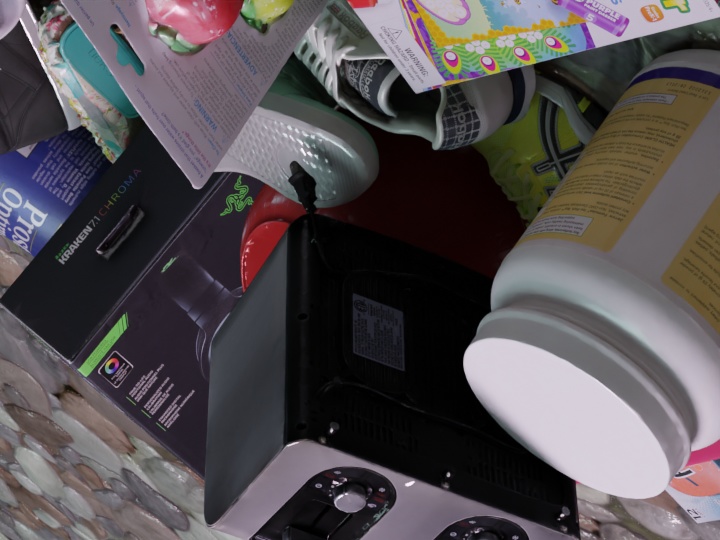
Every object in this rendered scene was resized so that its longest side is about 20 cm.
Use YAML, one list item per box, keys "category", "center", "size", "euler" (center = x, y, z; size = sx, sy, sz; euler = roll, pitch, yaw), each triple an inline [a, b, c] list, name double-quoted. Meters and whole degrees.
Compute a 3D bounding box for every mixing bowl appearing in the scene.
- category: "mixing bowl"
  center: [0.000, 0.000, 1.591]
  size: [0.200, 0.108, 0.201]
  euler: [26, 128, 40]

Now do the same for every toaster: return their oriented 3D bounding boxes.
- category: "toaster"
  center: [0.015, 0.075, 1.444]
  size: [0.180, 0.201, 0.119]
  euler: [21, 132, -22]

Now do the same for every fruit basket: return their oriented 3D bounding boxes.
- category: "fruit basket"
  center: [-0.085, -0.177, 1.386]
  size: [0.093, 0.200, 0.186]
  euler: [10, 146, 44]

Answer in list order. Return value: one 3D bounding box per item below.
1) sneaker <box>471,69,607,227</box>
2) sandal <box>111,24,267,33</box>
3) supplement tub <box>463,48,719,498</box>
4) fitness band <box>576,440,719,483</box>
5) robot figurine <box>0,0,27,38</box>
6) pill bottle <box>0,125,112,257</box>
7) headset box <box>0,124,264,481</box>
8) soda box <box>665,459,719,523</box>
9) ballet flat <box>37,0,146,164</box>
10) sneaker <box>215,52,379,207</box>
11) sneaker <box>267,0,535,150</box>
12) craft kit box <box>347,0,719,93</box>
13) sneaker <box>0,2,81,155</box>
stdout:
- category: "sneaker"
  center: [0.119, -0.041, 1.504]
  size: [0.200, 0.077, 0.075]
  euler: [39, 159, 3]
- category: "sandal"
  center: [-0.138, -0.169, 1.535]
  size: [0.199, 0.055, 0.082]
  euler: [29, 155, 20]
- category: "supplement tub"
  center: [0.157, 0.001, 1.372]
  size: [0.145, 0.200, 0.146]
  euler: [30, 156, 15]
- category: "fitness band"
  center: [0.200, 0.079, 1.490]
  size: [0.144, 0.199, 0.038]
  euler: [-173, 69, -86]
- category: "robot figurine"
  center: [-0.263, -0.209, 1.621]
  size: [0.112, 0.201, 0.170]
  euler: [-5, 147, -8]
- category: "pill bottle"
  center: [-0.195, -0.052, 1.881]
  size: [0.200, 0.112, 0.112]
  euler: [35, 157, 6]
- category: "headset box"
  center: [-0.115, 0.014, 1.753]
  size: [0.093, 0.174, 0.200]
  euler: [35, 171, 42]
- category: "soda box"
  center: [0.177, 0.063, 1.619]
  size: [0.200, 0.069, 0.063]
  euler: [45, 149, -17]
- category: "ballet flat"
  center: [-0.154, -0.108, 1.793]
  size: [0.064, 0.075, 0.201]
  euler: [40, 162, 57]
- category: "sneaker"
  center: [-0.026, -0.104, 1.535]
  size: [0.200, 0.118, 0.074]
  euler: [18, 143, 55]
- category: "sneaker"
  center: [0.000, -0.129, 1.473]
  size: [0.199, 0.080, 0.077]
  euler: [29, 134, 31]
- category: "craft kit box"
  center: [0.056, -0.188, 1.303]
  size: [0.197, 0.049, 0.200]
  euler: [-14, 128, 38]
- category: "sneaker"
  center: [-0.271, -0.158, 1.776]
  size: [0.201, 0.099, 0.071]
  euler: [63, 164, -22]
